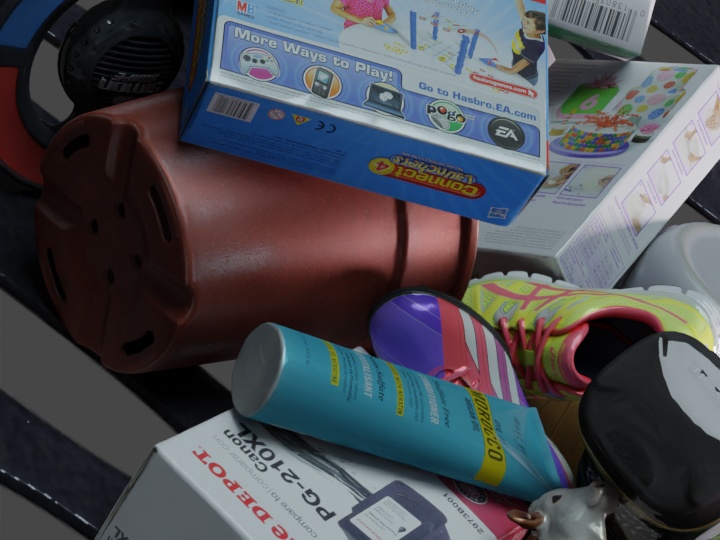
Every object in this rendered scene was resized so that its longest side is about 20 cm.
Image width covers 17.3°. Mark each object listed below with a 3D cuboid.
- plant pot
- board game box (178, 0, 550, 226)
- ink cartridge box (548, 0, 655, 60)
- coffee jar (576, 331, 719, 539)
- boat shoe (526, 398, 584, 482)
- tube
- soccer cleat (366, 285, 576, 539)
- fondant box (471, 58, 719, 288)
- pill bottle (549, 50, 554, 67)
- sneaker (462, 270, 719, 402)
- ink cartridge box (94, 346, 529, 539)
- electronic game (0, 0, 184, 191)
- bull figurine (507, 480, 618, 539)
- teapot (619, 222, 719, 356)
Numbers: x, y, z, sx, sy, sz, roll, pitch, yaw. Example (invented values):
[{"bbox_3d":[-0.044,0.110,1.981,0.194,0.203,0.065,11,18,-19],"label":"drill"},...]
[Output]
[{"bbox_3d":[-0.070,-0.030,1.374,0.195,0.201,0.201,-14,54,-40],"label":"plant pot"},{"bbox_3d":[0.006,-0.140,1.335,0.199,0.056,0.196,15,53,-15],"label":"board game box"},{"bbox_3d":[0.111,-0.187,1.641,0.160,0.050,0.200,17,-1,-2],"label":"ink cartridge box"},{"bbox_3d":[0.172,0.107,1.318,0.104,0.085,0.200,51,-8,18],"label":"coffee jar"},{"bbox_3d":[0.151,0.119,1.475,0.200,0.072,0.065,45,18,27],"label":"boat shoe"},{"bbox_3d":[0.026,0.079,1.277,0.200,0.050,0.078,19,42,-31],"label":"tube"},{"bbox_3d":[0.069,0.094,1.364,0.200,0.068,0.073,57,17,-28],"label":"soccer cleat"},{"bbox_3d":[0.137,-0.057,1.554,0.200,0.144,0.058,-48,125,-28],"label":"fondant box"},{"bbox_3d":[0.032,-0.128,1.641,0.200,0.112,0.112,3,43,-40],"label":"pill bottle"},{"bbox_3d":[0.114,0.043,1.410,0.199,0.078,0.090,-6,9,15],"label":"sneaker"},{"bbox_3d":[-0.022,0.140,1.268,0.145,0.084,0.200,43,33,16],"label":"ink cartridge box"},{"bbox_3d":[-0.142,-0.126,1.411,0.200,0.200,0.042,3,37,-40],"label":"electronic game"},{"bbox_3d":[0.083,0.197,1.220,0.121,0.200,0.065,28,-25,48],"label":"bull figurine"},{"bbox_3d":[0.231,0.072,1.531,0.197,0.146,0.200,28,26,-9],"label":"teapot"}]
